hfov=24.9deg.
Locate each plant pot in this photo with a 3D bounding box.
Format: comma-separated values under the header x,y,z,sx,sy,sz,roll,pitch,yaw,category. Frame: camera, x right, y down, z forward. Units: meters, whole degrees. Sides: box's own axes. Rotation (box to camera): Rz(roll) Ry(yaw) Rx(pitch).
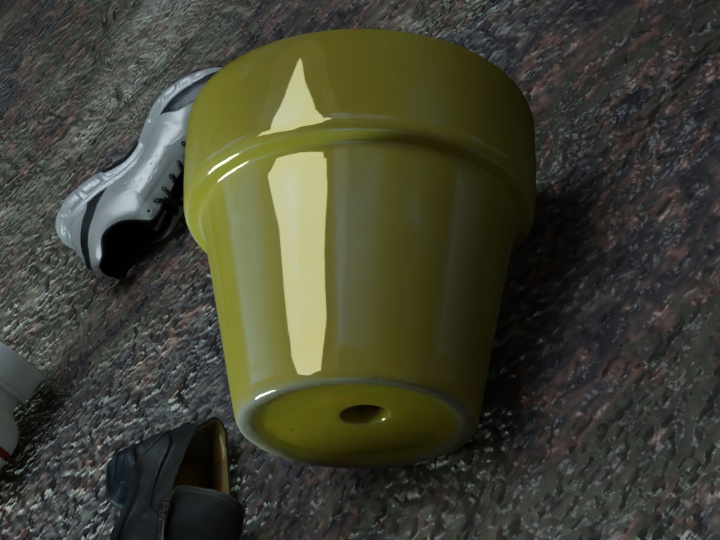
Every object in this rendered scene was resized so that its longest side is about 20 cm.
x,y,z,sx,sy,sz,roll,pitch,yaw,category
0.000,0.000,0.900,0.201,0.201,0.189,-22,55,36,plant pot

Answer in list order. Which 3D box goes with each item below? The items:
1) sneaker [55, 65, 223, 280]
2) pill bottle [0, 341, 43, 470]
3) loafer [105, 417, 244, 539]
x,y,z,sx,sy,sz,roll,pitch,yaw,category
-0.150,-0.072,1.281,0.200,0.074,0.080,-47,45,9,sneaker
-0.327,0.137,1.207,0.112,0.112,0.200,10,63,55,pill bottle
-0.102,0.153,0.955,0.072,0.073,0.200,-37,33,9,loafer
